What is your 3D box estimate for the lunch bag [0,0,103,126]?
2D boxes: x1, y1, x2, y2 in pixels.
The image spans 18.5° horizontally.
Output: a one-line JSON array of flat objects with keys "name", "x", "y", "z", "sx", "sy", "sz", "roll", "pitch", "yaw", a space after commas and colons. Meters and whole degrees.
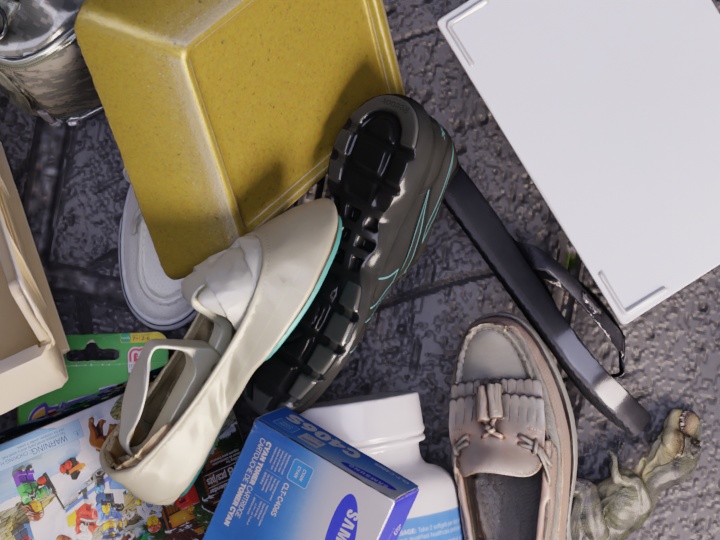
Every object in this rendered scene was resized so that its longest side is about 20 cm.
[{"name": "lunch bag", "x": -0.166, "y": -0.177, "z": 1.268, "sx": 0.139, "sy": 0.200, "sz": 0.169, "roll": 31, "pitch": 86, "yaw": 4}]

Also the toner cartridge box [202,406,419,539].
[{"name": "toner cartridge box", "x": -0.051, "y": 0.188, "z": 1.241, "sx": 0.094, "sy": 0.043, "sz": 0.201, "roll": 28, "pitch": 105, "yaw": 17}]

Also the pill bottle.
[{"name": "pill bottle", "x": 0.009, "y": 0.176, "z": 1.300, "sx": 0.111, "sy": 0.112, "sz": 0.202, "roll": -7, "pitch": 89, "yaw": 1}]

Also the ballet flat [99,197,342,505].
[{"name": "ballet flat", "x": -0.083, "y": 0.039, "z": 1.226, "sx": 0.069, "sy": 0.069, "sz": 0.201, "roll": 30, "pitch": 96, "yaw": 1}]

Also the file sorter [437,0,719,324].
[{"name": "file sorter", "x": 0.154, "y": -0.091, "z": 1.295, "sx": 0.138, "sy": 0.125, "sz": 0.201, "roll": -32, "pitch": 88, "yaw": 1}]

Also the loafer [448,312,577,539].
[{"name": "loafer", "x": 0.087, "y": 0.127, "z": 1.283, "sx": 0.071, "sy": 0.063, "sz": 0.202, "roll": -5, "pitch": 95, "yaw": 24}]

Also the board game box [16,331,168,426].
[{"name": "board game box", "x": -0.159, "y": 0.139, "z": 1.345, "sx": 0.095, "sy": 0.030, "sz": 0.202, "roll": -2, "pitch": 92, "yaw": 0}]

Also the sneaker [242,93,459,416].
[{"name": "sneaker", "x": 0.000, "y": 0.000, "z": 1.275, "sx": 0.075, "sy": 0.079, "sz": 0.201, "roll": 31, "pitch": 94, "yaw": 31}]

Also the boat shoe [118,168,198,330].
[{"name": "boat shoe", "x": -0.098, "y": -0.064, "z": 1.317, "sx": 0.074, "sy": 0.086, "sz": 0.204, "roll": 18, "pitch": 89, "yaw": 1}]

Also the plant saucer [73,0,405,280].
[{"name": "plant saucer", "x": -0.050, "y": -0.114, "z": 1.242, "sx": 0.048, "sy": 0.201, "sz": 0.200, "roll": 28, "pitch": 58, "yaw": 38}]

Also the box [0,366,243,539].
[{"name": "box", "x": -0.155, "y": 0.148, "z": 1.282, "sx": 0.199, "sy": 0.038, "sz": 0.138, "roll": -22, "pitch": 99, "yaw": -27}]

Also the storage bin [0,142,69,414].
[{"name": "storage bin", "x": -0.290, "y": 0.008, "z": 1.273, "sx": 0.199, "sy": 0.094, "sz": 0.199, "roll": -24, "pitch": 55, "yaw": 0}]

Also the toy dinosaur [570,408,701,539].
[{"name": "toy dinosaur", "x": 0.122, "y": 0.148, "z": 1.333, "sx": 0.088, "sy": 0.047, "sz": 0.200, "roll": 41, "pitch": 93, "yaw": -5}]

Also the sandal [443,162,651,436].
[{"name": "sandal", "x": 0.112, "y": 0.010, "z": 1.308, "sx": 0.043, "sy": 0.076, "sz": 0.201, "roll": -35, "pitch": 80, "yaw": 0}]
